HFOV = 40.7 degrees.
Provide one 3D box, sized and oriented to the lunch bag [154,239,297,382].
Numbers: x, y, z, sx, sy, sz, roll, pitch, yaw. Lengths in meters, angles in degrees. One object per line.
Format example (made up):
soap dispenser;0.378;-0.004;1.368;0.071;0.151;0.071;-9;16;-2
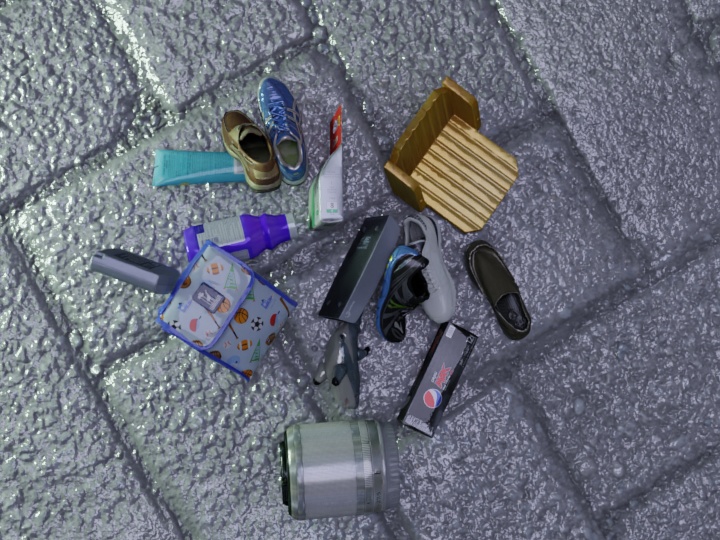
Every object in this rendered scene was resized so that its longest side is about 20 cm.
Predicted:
lunch bag;-0.232;0.067;1.657;0.200;0.123;0.171;40;79;-36

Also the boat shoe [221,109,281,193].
boat shoe;-0.189;-0.223;1.698;0.075;0.074;0.201;-20;51;-18

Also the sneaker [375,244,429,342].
sneaker;0.078;0.051;1.709;0.082;0.071;0.201;20;126;16

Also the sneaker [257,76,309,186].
sneaker;-0.135;-0.256;1.747;0.075;0.077;0.202;-18;87;-5

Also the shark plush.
shark plush;-0.021;0.144;1.760;0.083;0.091;0.202;20;64;-25

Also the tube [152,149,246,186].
tube;-0.272;-0.185;1.744;0.197;0.051;0.078;0;57;-4

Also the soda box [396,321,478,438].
soda box;0.138;0.195;1.751;0.063;0.071;0.202;27;84;-5

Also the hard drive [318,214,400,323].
hard drive;0.000;0.000;1.720;0.042;0.135;0.202;29;81;-18

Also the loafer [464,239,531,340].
loafer;0.259;0.033;1.774;0.075;0.070;0.201;-31;90;-7

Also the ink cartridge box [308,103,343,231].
ink cartridge box;-0.062;-0.176;1.708;0.049;0.161;0.203;-2;87;-10

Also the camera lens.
camera lens;-0.039;0.343;1.679;0.197;0.160;0.162;-4;87;-6

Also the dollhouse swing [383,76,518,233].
dollhouse swing;0.175;-0.192;1.738;0.175;0.182;0.201;34;83;17

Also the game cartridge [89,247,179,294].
game cartridge;-0.374;0.001;1.644;0.132;0.200;0.041;17;92;-4

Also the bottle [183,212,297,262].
bottle;-0.212;-0.058;1.725;0.198;0.066;0.084;-14;46;-7

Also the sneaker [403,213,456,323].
sneaker;0.116;-0.003;1.746;0.076;0.080;0.202;-18;82;21
